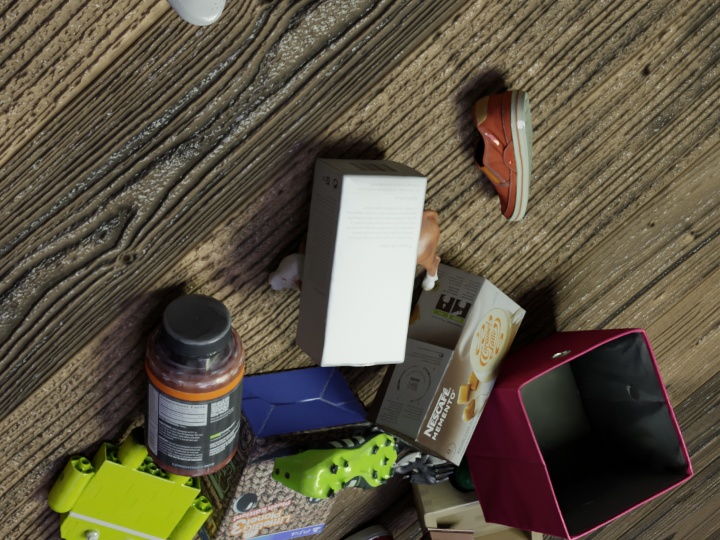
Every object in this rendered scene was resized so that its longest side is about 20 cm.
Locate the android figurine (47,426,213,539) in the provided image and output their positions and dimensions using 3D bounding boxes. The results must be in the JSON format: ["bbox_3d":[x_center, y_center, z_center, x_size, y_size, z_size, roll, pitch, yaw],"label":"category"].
[{"bbox_3d":[-0.264,0.266,1.721,0.181,0.041,0.200,24,117,-27],"label":"android figurine"}]

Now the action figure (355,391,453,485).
[{"bbox_3d":[0.051,0.204,1.870,0.102,0.119,0.200,-30,154,11],"label":"action figure"}]

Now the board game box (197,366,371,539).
[{"bbox_3d":[-0.102,0.220,1.778,0.159,0.097,0.201,-6,135,-33],"label":"board game box"}]

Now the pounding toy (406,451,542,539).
[{"bbox_3d":[0.161,0.276,2.037,0.183,0.143,0.201,-14,139,-3],"label":"pounding toy"}]

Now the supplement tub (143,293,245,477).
[{"bbox_3d":[-0.175,0.118,1.599,0.106,0.107,0.201,-15,138,-24],"label":"supplement tub"}]

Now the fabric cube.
[{"bbox_3d":[0.249,0.193,1.859,0.195,0.201,0.199,-22,-174,-23],"label":"fabric cube"}]

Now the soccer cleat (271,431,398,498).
[{"bbox_3d":[-0.024,0.212,1.697,0.200,0.081,0.068,-2,103,-61],"label":"soccer cleat"}]

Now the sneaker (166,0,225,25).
[{"bbox_3d":[-0.130,-0.272,1.211,0.074,0.087,0.201,-22,143,-19],"label":"sneaker"}]

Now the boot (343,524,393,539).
[{"bbox_3d":[-0.008,0.457,2.077,0.200,0.145,0.072,-44,142,12],"label":"boot"}]

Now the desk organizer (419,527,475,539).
[{"bbox_3d":[0.089,0.432,2.017,0.071,0.077,0.201,7,134,-24],"label":"desk organizer"}]

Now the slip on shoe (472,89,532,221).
[{"bbox_3d":[0.153,-0.123,1.626,0.061,0.075,0.200,1,150,10],"label":"slip on shoe"}]

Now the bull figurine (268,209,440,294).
[{"bbox_3d":[0.000,0.000,1.638,0.199,0.065,0.122,-23,146,-11],"label":"bull figurine"}]

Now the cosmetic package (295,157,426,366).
[{"bbox_3d":[-0.001,-0.008,1.547,0.101,0.074,0.202,1,107,-27],"label":"cosmetic package"}]

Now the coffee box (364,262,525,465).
[{"bbox_3d":[0.099,0.109,1.751,0.114,0.079,0.201,36,76,-51],"label":"coffee box"}]
